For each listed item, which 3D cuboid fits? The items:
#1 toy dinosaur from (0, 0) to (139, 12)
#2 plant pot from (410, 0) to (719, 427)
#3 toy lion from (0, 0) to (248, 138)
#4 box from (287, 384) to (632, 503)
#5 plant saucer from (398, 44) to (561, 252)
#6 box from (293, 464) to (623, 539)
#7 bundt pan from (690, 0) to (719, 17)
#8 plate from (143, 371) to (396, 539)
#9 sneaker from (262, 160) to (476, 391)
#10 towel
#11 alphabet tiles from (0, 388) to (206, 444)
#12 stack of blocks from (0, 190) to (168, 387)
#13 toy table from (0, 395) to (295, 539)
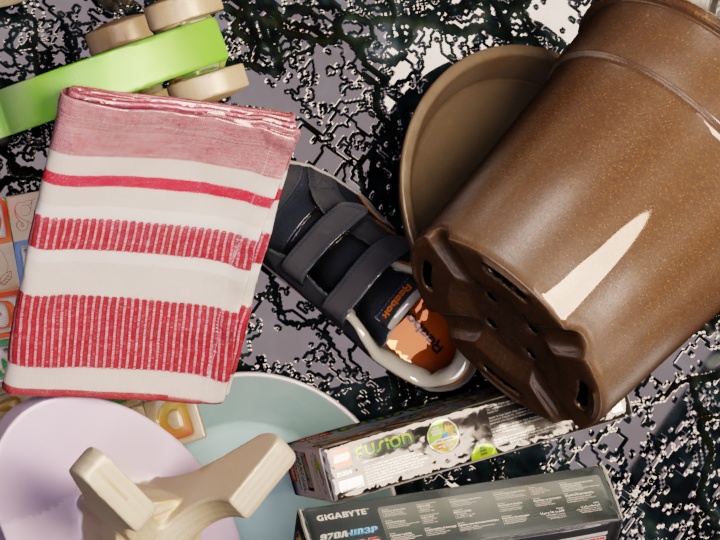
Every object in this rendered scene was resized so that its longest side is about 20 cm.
[{"bbox_3d":[-0.158,-0.212,1.363,0.088,0.047,0.200,43,89,9],"label":"toy dinosaur"},{"bbox_3d":[0.145,-0.029,1.273,0.198,0.200,0.201,-43,96,-20],"label":"plant pot"},{"bbox_3d":[-0.187,-0.104,1.294,0.191,0.200,0.069,-21,97,-23],"label":"toy lion"},{"bbox_3d":[0.058,0.101,1.349,0.198,0.110,0.035,-15,91,-15],"label":"box"},{"bbox_3d":[0.106,-0.043,1.370,0.199,0.029,0.202,6,78,-28],"label":"plant saucer"},{"bbox_3d":[0.054,0.201,1.342,0.198,0.046,0.160,-7,137,-14],"label":"box"},{"bbox_3d":[0.258,-0.224,1.374,0.200,0.076,0.204,-3,101,-16],"label":"bundt pan"},{"bbox_3d":[-0.074,0.165,1.399,0.198,0.026,0.202,0,93,-5],"label":"plate"},{"bbox_3d":[0.000,0.000,1.372,0.200,0.079,0.079,39,89,-5],"label":"sneaker"},{"bbox_3d":[-0.124,-0.009,1.256,0.143,0.023,0.201,5,119,-22],"label":"towel"},{"bbox_3d":[-0.196,0.068,1.375,0.165,0.006,0.202,-17,89,2],"label":"alphabet tiles"},{"bbox_3d":[-0.221,0.014,1.344,0.198,0.059,0.116,-10,89,2],"label":"stack of blocks"},{"bbox_3d":[-0.128,0.164,1.290,0.200,0.117,0.185,36,77,-28],"label":"toy table"}]
